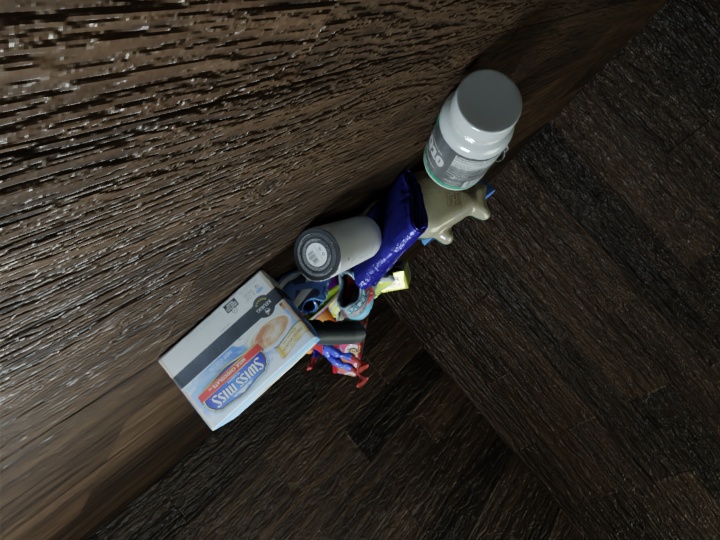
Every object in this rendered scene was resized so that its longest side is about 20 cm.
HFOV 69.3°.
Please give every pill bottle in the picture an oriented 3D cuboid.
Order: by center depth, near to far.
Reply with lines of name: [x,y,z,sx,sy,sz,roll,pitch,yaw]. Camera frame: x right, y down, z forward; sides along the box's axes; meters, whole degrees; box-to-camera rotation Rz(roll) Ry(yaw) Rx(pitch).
pill bottle: [0.167,-0.209,0.797,0.113,0.113,0.200,-40,174,-11]

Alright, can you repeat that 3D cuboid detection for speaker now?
speaker: [-0.030,-0.041,0.854,0.081,0.081,0.200,-44,174,23]

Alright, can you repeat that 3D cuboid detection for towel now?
towel: [0.052,-0.070,0.972,0.200,0.049,0.150,-46,-144,43]

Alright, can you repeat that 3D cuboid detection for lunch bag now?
lunch bag: [-0.022,0.167,1.334,0.201,0.080,0.179,-76,171,-59]

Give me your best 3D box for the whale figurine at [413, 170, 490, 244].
whale figurine: [0.158,-0.129,1.046,0.196,0.163,0.104,-7,172,-15]

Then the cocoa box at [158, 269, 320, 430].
cocoa box: [-0.175,0.120,0.800,0.199,0.132,0.133,-41,174,-7]

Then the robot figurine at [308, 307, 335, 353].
robot figurine: [-0.113,0.128,1.360,0.143,0.117,0.200,-39,175,2]

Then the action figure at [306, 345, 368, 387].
action figure: [-0.084,0.191,1.138,0.098,0.199,0.066,-26,132,-36]

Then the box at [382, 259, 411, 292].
box: [0.025,0.025,1.306,0.196,0.051,0.075,-12,-160,16]

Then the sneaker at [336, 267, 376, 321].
sneaker: [0.000,0.000,1.074,0.095,0.078,0.204,28,70,-63]

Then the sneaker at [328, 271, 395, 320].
sneaker: [0.005,0.057,1.199,0.198,0.078,0.075,-26,162,38]

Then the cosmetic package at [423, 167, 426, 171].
cosmetic package: [0.213,-0.217,1.165,0.103,0.088,0.200,-41,175,16]

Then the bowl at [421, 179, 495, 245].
bowl: [0.213,-0.133,1.182,0.199,0.040,0.201,-38,176,-3]

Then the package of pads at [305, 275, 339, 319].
package of pads: [-0.110,0.065,1.144,0.200,0.068,0.154,-46,173,30]

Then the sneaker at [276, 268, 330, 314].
sneaker: [-0.094,0.034,0.966,0.199,0.082,0.074,-37,171,-49]

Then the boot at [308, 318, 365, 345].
boot: [-0.070,0.129,1.029,0.197,0.067,0.163,12,178,-38]

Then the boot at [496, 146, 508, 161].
boot: [0.269,-0.270,1.123,0.073,0.096,0.200,-43,174,19]
